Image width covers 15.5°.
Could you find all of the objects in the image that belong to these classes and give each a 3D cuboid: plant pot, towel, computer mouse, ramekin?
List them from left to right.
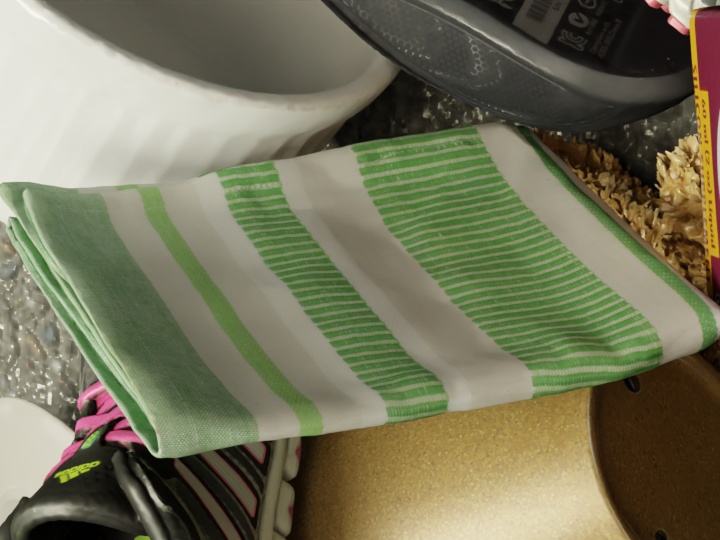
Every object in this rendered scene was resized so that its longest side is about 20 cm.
[{"bbox_3d":[-0.090,-0.097,0.960,0.200,0.200,0.098,45,125,13],"label":"ramekin"},{"bbox_3d":[0.000,0.000,0.847,0.153,0.199,0.023,49,138,49],"label":"towel"},{"bbox_3d":[0.034,-0.108,0.944,0.199,0.139,0.053,30,139,7],"label":"computer mouse"},{"bbox_3d":[0.038,0.096,0.917,0.200,0.186,0.187,-29,87,40],"label":"plant pot"}]

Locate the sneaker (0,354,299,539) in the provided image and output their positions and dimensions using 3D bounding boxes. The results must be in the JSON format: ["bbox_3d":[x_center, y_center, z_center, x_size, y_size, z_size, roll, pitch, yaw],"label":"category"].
[{"bbox_3d":[-0.071,0.069,0.843,0.074,0.087,0.201,-24,55,28],"label":"sneaker"}]

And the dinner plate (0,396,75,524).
[{"bbox_3d":[-0.097,0.140,1.050,0.200,0.024,0.201,43,152,30],"label":"dinner plate"}]

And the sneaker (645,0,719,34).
[{"bbox_3d":[0.111,-0.146,0.899,0.075,0.081,0.200,-41,80,28],"label":"sneaker"}]

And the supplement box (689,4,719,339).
[{"bbox_3d":[0.162,-0.027,0.773,0.085,0.200,0.111,-6,95,-6],"label":"supplement box"}]

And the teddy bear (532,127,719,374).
[{"bbox_3d":[0.120,0.021,0.939,0.200,0.067,0.145,37,119,18],"label":"teddy bear"}]
